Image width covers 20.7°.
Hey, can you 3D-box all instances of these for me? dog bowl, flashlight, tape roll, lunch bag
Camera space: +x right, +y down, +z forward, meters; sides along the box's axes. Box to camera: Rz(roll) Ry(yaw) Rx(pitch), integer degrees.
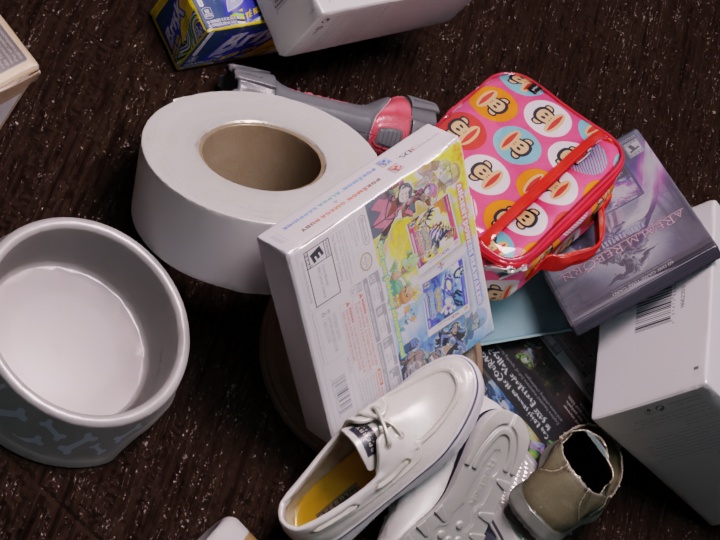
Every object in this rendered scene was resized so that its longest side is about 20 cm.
[{"bbox_3d":[-0.222,0.049,1.519,0.199,0.059,0.201,15,58,-25],"label":"dog bowl"},{"bbox_3d":[-0.030,-0.140,1.746,0.199,0.068,0.068,12,63,-21],"label":"flashlight"},{"bbox_3d":[-0.086,-0.066,1.604,0.201,0.071,0.203,8,35,-6],"label":"tape roll"},{"bbox_3d":[0.132,-0.066,1.712,0.176,0.082,0.200,38,55,15],"label":"lunch bag"}]

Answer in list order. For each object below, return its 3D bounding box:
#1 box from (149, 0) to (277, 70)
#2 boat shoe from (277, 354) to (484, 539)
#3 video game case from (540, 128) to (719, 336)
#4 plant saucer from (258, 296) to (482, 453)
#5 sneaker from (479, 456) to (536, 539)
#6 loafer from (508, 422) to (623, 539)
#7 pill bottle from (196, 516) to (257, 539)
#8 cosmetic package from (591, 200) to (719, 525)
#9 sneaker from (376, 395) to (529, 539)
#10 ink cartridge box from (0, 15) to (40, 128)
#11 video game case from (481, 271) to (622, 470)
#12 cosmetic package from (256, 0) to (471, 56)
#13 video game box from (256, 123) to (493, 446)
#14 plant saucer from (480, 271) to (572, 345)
[{"bbox_3d":[-0.083,-0.236,1.757,0.199,0.070,0.065,-16,74,-37],"label":"box"},{"bbox_3d":[0.014,0.138,1.538,0.200,0.070,0.071,-42,61,1],"label":"boat shoe"},{"bbox_3d":[0.220,-0.037,1.750,0.019,0.142,0.200,58,6,-36],"label":"video game case"},{"bbox_3d":[0.013,0.068,1.646,0.199,0.029,0.201,6,70,-17],"label":"plant saucer"},{"bbox_3d":[0.112,0.217,1.627,0.078,0.080,0.200,21,31,-28],"label":"sneaker"},{"bbox_3d":[0.187,0.170,1.634,0.075,0.070,0.200,48,23,4],"label":"loafer"},{"bbox_3d":[-0.067,0.288,1.443,0.200,0.114,0.114,47,50,-1],"label":"pill bottle"},{"bbox_3d":[0.314,0.085,1.751,0.200,0.123,0.200,40,45,-33],"label":"cosmetic package"},{"bbox_3d":[0.056,0.191,1.587,0.076,0.080,0.200,42,79,-38],"label":"sneaker"},{"bbox_3d":[-0.343,-0.150,1.463,0.075,0.200,0.165,-34,84,-39],"label":"ink cartridge box"},{"bbox_3d":[0.163,0.087,1.761,0.200,0.023,0.182,52,50,2],"label":"video game case"},{"bbox_3d":[0.003,-0.268,1.733,0.199,0.081,0.113,-14,75,-38],"label":"cosmetic package"},{"bbox_3d":[0.017,0.012,1.556,0.182,0.201,0.047,-33,41,-25],"label":"video game box"},{"bbox_3d":[0.153,0.029,1.761,0.199,0.019,0.070,-8,69,-34],"label":"plant saucer"}]
